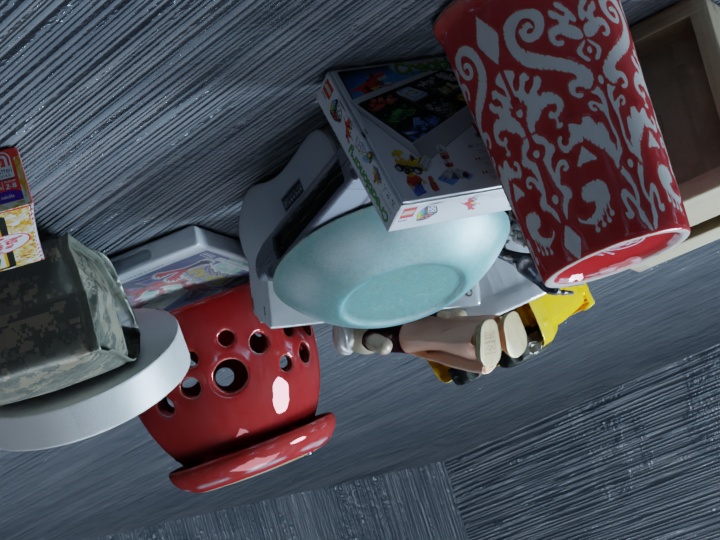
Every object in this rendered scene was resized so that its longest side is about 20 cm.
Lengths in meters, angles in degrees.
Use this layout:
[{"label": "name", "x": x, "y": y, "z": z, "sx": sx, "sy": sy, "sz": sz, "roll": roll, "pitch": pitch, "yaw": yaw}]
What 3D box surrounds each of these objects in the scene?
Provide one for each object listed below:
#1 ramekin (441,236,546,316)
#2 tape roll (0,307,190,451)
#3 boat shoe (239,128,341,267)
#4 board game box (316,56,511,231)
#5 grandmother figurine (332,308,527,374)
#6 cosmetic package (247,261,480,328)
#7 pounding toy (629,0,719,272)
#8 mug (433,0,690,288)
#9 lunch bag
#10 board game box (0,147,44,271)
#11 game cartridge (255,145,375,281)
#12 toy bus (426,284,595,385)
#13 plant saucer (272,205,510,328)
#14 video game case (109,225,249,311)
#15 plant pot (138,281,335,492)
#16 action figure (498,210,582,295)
[{"label": "ramekin", "x": 0.124, "y": -0.006, "z": 1.799, "sx": 0.200, "sy": 0.098, "sz": 0.200, "roll": -24, "pitch": 180, "yaw": 0}, {"label": "tape roll", "x": -0.251, "y": 0.095, "z": 1.597, "sx": 0.202, "sy": 0.037, "sz": 0.203, "roll": -16, "pitch": -160, "yaw": 6}, {"label": "boat shoe", "x": -0.038, "y": -0.061, "z": 1.481, "sx": 0.068, "sy": 0.072, "sz": 0.200, "roll": -8, "pitch": 158, "yaw": -32}, {"label": "board game box", "x": 0.081, "y": -0.101, "z": 1.312, "sx": 0.199, "sy": 0.127, "sz": 0.035, "roll": -10, "pitch": 149, "yaw": -30}, {"label": "grandmother figurine", "x": 0.050, "y": 0.061, "z": 1.672, "sx": 0.199, "sy": 0.061, "sz": 0.121, "roll": 2, "pitch": -177, "yaw": 42}, {"label": "cosmetic package", "x": 0.000, "y": 0.000, "z": 1.636, "sx": 0.199, "sy": 0.082, "sz": 0.113, "roll": -5, "pitch": -174, "yaw": -12}, {"label": "pounding toy", "x": 0.238, "y": -0.107, "z": 1.451, "sx": 0.199, "sy": 0.185, "sz": 0.142, "roll": -25, "pitch": 154, "yaw": 31}, {"label": "mug", "x": 0.163, "y": -0.104, "z": 1.242, "sx": 0.177, "sy": 0.201, "sz": 0.133, "roll": -11, "pitch": 165, "yaw": -28}, {"label": "lunch bag", "x": -0.282, "y": 0.051, "z": 1.492, "sx": 0.163, "sy": 0.118, "sz": 0.200, "roll": -18, "pitch": 171, "yaw": 2}, {"label": "board game box", "x": -0.332, "y": -0.020, "z": 1.277, "sx": 0.199, "sy": 0.047, "sz": 0.152, "roll": -15, "pitch": 168, "yaw": -11}, {"label": "game cartridge", "x": 0.014, "y": -0.046, "z": 1.410, "sx": 0.133, "sy": 0.042, "sz": 0.200, "roll": -4, "pitch": 153, "yaw": -33}, {"label": "toy bus", "x": 0.177, "y": 0.030, "z": 2.100, "sx": 0.192, "sy": 0.136, "sz": 0.200, "roll": -29, "pitch": 180, "yaw": -42}, {"label": "plant saucer", "x": 0.030, "y": 0.005, "z": 1.439, "sx": 0.200, "sy": 0.039, "sz": 0.201, "roll": -14, "pitch": 155, "yaw": -6}, {"label": "video game case", "x": -0.194, "y": 0.011, "z": 1.678, "sx": 0.181, "sy": 0.023, "sz": 0.200, "roll": -21, "pitch": 168, "yaw": 15}, {"label": "plant pot", "x": -0.132, "y": 0.115, "z": 1.779, "sx": 0.200, "sy": 0.183, "sz": 0.200, "roll": -20, "pitch": 177, "yaw": -1}, {"label": "action figure", "x": 0.168, "y": -0.041, "z": 1.611, "sx": 0.102, "sy": 0.119, "sz": 0.200, "roll": 17, "pitch": -164, "yaw": -16}]
